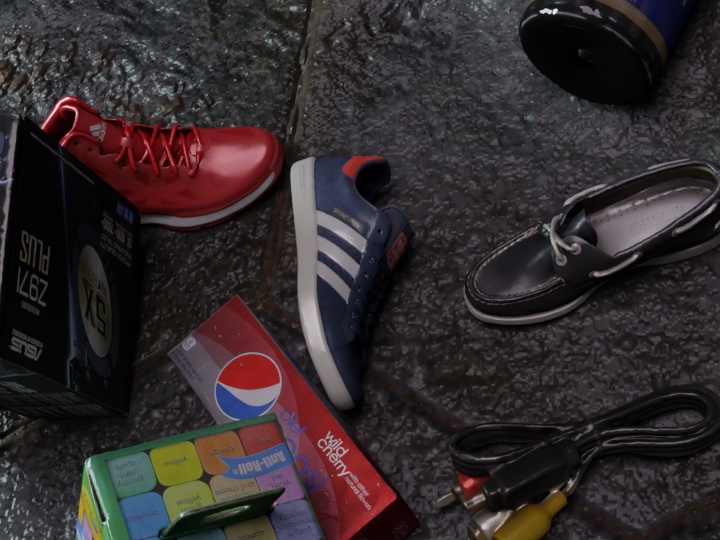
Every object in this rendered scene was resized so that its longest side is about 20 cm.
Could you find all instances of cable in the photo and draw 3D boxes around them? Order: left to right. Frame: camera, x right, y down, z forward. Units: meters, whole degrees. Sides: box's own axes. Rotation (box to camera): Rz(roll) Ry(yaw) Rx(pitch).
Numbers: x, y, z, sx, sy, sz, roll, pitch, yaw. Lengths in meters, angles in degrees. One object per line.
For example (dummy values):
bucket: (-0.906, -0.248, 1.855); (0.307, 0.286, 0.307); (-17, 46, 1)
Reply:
cable: (0.139, 0.123, 0.861); (0.198, 0.051, 0.097); (-23, 41, -10)

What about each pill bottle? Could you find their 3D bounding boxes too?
pill bottle: (0.206, -0.234, 0.978); (0.111, 0.112, 0.201); (20, 70, 25)

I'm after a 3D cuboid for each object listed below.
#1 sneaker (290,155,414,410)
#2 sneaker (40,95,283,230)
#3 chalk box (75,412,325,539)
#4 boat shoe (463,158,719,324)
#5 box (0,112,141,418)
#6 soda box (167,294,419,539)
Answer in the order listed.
sneaker: (0.000, 0.000, 0.938); (0.084, 0.075, 0.202); (-10, 63, 6)
sneaker: (-0.166, -0.087, 1.009); (0.198, 0.116, 0.079); (-16, 60, 10)
chalk box: (-0.095, 0.175, 0.780); (0.124, 0.201, 0.125); (-9, 54, -24)
boat shoe: (0.162, -0.022, 0.906); (0.198, 0.060, 0.074); (-17, 60, 7)
box: (-0.235, 0.005, 0.916); (0.085, 0.200, 0.166); (-3, 72, 14)
soda box: (-0.048, 0.114, 0.896); (0.070, 0.063, 0.200); (-39, 59, -4)
